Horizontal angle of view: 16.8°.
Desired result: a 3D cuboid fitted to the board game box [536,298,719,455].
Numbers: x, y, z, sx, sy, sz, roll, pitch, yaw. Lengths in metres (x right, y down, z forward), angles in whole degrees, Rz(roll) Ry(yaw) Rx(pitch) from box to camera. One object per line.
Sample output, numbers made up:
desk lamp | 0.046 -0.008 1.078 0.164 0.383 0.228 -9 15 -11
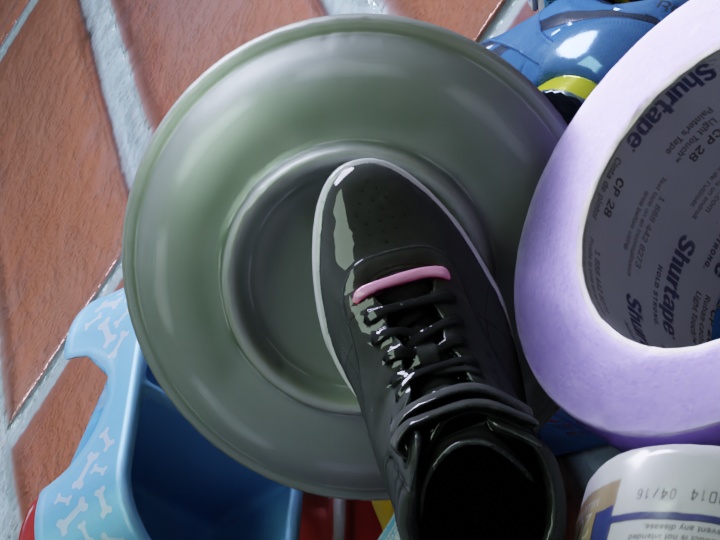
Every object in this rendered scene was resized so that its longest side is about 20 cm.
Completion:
board game box | 0.105 -0.017 1.102 0.200 0.056 0.197 -22 44 58

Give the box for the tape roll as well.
tape roll | 0.157 -0.011 0.890 0.199 0.085 0.201 -30 42 31

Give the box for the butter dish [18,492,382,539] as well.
butter dish | -0.055 0.196 1.103 0.198 0.148 0.201 -7 44 8

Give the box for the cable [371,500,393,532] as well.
cable | 0.012 0.065 1.036 0.097 0.200 0.050 -40 7 -15

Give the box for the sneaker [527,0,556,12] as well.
sneaker | 0.099 -0.167 1.172 0.074 0.200 0.087 3 72 25

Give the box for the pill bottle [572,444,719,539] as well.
pill bottle | 0.107 0.169 0.804 0.111 0.111 0.201 -28 39 54

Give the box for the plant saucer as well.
plant saucer | 0.000 0.000 0.969 0.201 0.199 0.050 -56 3 11

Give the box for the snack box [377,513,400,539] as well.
snack box | 0.022 0.194 0.953 0.201 0.116 0.037 -59 21 5

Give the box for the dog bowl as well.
dog bowl | -0.073 0.079 1.035 0.050 0.111 0.201 -39 31 35

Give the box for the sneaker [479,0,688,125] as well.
sneaker | 0.085 -0.084 1.077 0.079 0.066 0.200 -55 20 -16

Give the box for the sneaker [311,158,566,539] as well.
sneaker | 0.031 0.040 0.872 0.099 0.070 0.201 91 163 -73
